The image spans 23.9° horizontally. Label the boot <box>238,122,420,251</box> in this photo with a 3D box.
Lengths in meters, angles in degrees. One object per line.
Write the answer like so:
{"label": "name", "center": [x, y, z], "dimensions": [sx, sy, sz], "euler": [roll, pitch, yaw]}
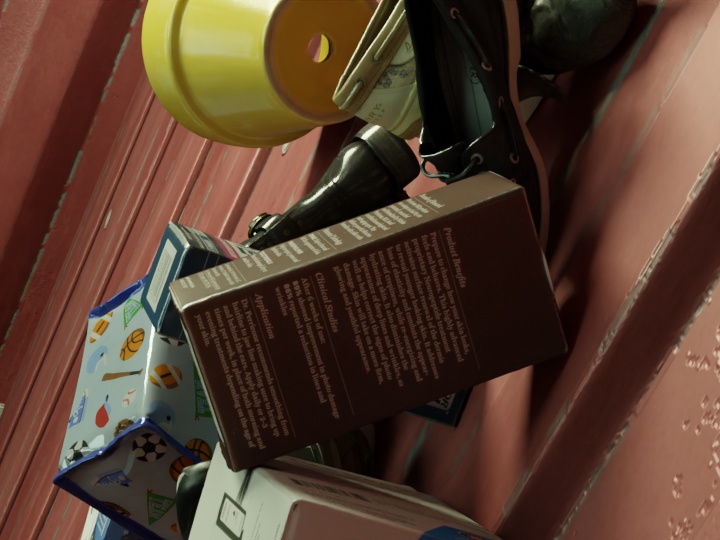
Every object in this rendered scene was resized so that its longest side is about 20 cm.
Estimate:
{"label": "boot", "center": [-0.044, -0.025, 1.226], "dimensions": [0.174, 0.069, 0.200], "euler": [-40, -9, -10]}

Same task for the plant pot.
{"label": "plant pot", "center": [-0.073, -0.206, 1.541], "dimensions": [0.189, 0.200, 0.201], "euler": [18, 89, 60]}

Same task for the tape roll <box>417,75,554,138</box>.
{"label": "tape roll", "center": [0.085, -0.182, 1.178], "dimensions": [0.202, 0.071, 0.203], "euler": [-160, 90, -75]}

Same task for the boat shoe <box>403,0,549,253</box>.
{"label": "boat shoe", "center": [0.062, -0.083, 1.008], "dimensions": [0.074, 0.066, 0.200], "euler": [6, 104, 49]}

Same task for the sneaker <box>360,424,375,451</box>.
{"label": "sneaker", "center": [-0.041, 0.091, 1.208], "dimensions": [0.105, 0.076, 0.200], "euler": [-1, 53, 31]}

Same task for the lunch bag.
{"label": "lunch bag", "center": [-0.115, 0.122, 1.258], "dimensions": [0.124, 0.200, 0.170], "euler": [-31, 38, 32]}

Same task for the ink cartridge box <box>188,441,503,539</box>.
{"label": "ink cartridge box", "center": [-0.005, 0.163, 0.934], "dimensions": [0.200, 0.146, 0.085], "euler": [-170, 97, -75]}

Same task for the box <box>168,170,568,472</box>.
{"label": "box", "center": [0.004, 0.025, 0.942], "dimensions": [0.075, 0.199, 0.100], "euler": [-132, 25, -74]}

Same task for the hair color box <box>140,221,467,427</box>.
{"label": "hair color box", "center": [-0.033, 0.033, 1.078], "dimensions": [0.100, 0.199, 0.061], "euler": [-141, 71, -73]}

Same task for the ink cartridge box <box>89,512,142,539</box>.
{"label": "ink cartridge box", "center": [-0.157, 0.262, 1.343], "dimensions": [0.076, 0.136, 0.201], "euler": [-148, 78, -79]}

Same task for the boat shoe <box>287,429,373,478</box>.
{"label": "boat shoe", "center": [-0.015, 0.197, 1.081], "dimensions": [0.072, 0.068, 0.201], "euler": [3, 92, 39]}

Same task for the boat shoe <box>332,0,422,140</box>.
{"label": "boat shoe", "center": [0.039, -0.186, 1.091], "dimensions": [0.073, 0.062, 0.201], "euler": [150, 138, -68]}

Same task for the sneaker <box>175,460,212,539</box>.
{"label": "sneaker", "center": [-0.071, 0.216, 1.110], "dimensions": [0.090, 0.070, 0.201], "euler": [-98, -5, -57]}

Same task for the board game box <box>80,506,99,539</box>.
{"label": "board game box", "center": [-0.183, 0.282, 1.425], "dimensions": [0.035, 0.126, 0.201], "euler": [142, 145, -61]}

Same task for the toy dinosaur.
{"label": "toy dinosaur", "center": [0.127, -0.161, 1.023], "dimensions": [0.077, 0.102, 0.200], "euler": [-23, -10, -46]}
